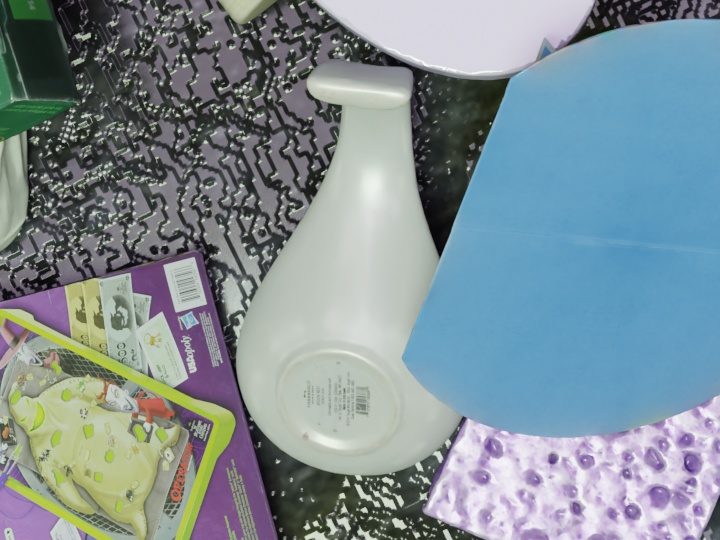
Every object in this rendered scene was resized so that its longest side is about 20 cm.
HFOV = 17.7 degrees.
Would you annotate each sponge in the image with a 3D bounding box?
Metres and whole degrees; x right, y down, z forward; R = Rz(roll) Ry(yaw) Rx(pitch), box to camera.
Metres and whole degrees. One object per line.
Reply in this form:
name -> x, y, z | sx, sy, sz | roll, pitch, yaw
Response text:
sponge -> 0.117, 0.034, 0.968 | 0.111, 0.030, 0.200 | 25, 92, 2

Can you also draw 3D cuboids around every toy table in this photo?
toy table -> 0.015, -0.162, 0.924 | 0.184, 0.117, 0.200 | -26, 90, 4

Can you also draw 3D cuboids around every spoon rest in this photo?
spoon rest -> 0.000, 0.000, 0.937 | 0.099, 0.061, 0.200 | 9, 124, 7

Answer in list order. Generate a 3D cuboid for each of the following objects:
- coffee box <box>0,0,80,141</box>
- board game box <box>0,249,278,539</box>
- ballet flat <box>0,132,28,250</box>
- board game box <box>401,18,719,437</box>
coffee box -> -0.211, -0.089, 0.924 | 0.200, 0.044, 0.123 | -22, 81, 31
board game box -> -0.098, 0.102, 0.958 | 0.120, 0.032, 0.200 | -15, 90, -28
ballet flat -> -0.168, -0.103, 0.960 | 0.069, 0.069, 0.200 | -2, 91, 3
board game box -> 0.103, -0.022, 0.901 | 0.158, 0.039, 0.200 | 5, 127, -22
